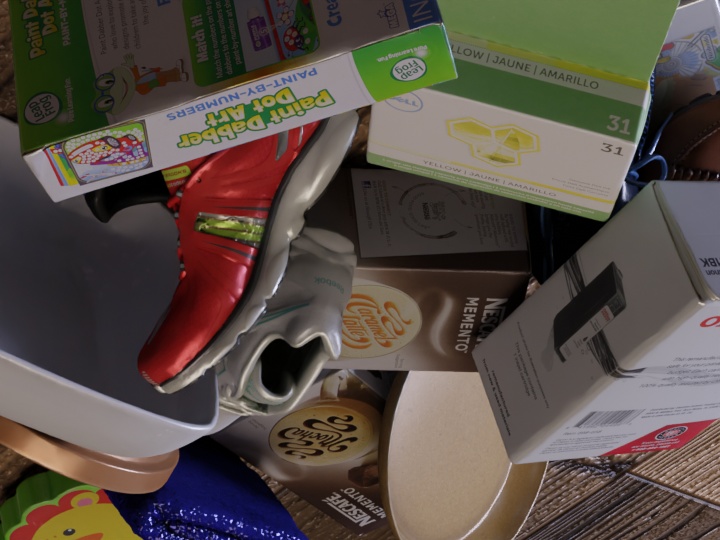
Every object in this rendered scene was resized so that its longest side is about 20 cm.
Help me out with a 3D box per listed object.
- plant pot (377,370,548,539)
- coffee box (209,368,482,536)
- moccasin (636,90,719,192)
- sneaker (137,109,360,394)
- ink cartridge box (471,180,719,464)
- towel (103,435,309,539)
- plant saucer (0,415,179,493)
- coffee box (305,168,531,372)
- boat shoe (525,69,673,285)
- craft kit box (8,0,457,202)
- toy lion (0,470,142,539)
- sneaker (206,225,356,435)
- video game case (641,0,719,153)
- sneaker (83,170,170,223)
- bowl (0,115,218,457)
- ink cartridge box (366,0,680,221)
[{"bbox_3d":[0.072,0.115,1.298,0.027,0.200,0.200,10,159,38],"label":"plant pot"},{"bbox_3d":[-0.012,0.103,1.319,0.113,0.080,0.200,-27,141,18],"label":"coffee box"},{"bbox_3d":[0.197,-0.034,1.159,0.074,0.078,0.201,9,138,-28],"label":"moccasin"},{"bbox_3d":[-0.080,-0.032,1.005,0.085,0.077,0.200,28,86,-23],"label":"sneaker"},{"bbox_3d":[0.184,0.032,1.104,0.144,0.084,0.200,-1,150,-34],"label":"ink cartridge box"},{"bbox_3d":[-0.132,0.138,1.243,0.148,0.200,0.050,22,101,-36],"label":"towel"},{"bbox_3d":[-0.197,0.066,1.139,0.200,0.200,0.032,26,101,-40],"label":"plant saucer"},{"bbox_3d":[0.000,0.000,1.168,0.200,0.080,0.114,1,143,-5],"label":"coffee box"},{"bbox_3d":[0.147,-0.057,1.124,0.084,0.069,0.200,-7,142,-7],"label":"boat shoe"},{"bbox_3d":[-0.070,-0.147,0.875,0.197,0.200,0.049,-15,145,5],"label":"craft kit box"},{"bbox_3d":[-0.218,0.219,1.442,0.191,0.069,0.200,-27,142,7],"label":"toy lion"},{"bbox_3d":[-0.069,0.055,1.108,0.070,0.080,0.200,17,140,-23],"label":"sneaker"},{"bbox_3d":[0.154,-0.085,1.165,0.182,0.023,0.200,-19,143,11],"label":"video game case"},{"bbox_3d":[-0.069,-0.081,1.063,0.200,0.078,0.070,-17,142,6],"label":"sneaker"},{"bbox_3d":[-0.182,0.015,1.051,0.200,0.200,0.075,26,124,-35],"label":"bowl"},{"bbox_3d":[0.081,-0.101,0.971,0.145,0.048,0.200,15,159,4],"label":"ink cartridge box"}]
